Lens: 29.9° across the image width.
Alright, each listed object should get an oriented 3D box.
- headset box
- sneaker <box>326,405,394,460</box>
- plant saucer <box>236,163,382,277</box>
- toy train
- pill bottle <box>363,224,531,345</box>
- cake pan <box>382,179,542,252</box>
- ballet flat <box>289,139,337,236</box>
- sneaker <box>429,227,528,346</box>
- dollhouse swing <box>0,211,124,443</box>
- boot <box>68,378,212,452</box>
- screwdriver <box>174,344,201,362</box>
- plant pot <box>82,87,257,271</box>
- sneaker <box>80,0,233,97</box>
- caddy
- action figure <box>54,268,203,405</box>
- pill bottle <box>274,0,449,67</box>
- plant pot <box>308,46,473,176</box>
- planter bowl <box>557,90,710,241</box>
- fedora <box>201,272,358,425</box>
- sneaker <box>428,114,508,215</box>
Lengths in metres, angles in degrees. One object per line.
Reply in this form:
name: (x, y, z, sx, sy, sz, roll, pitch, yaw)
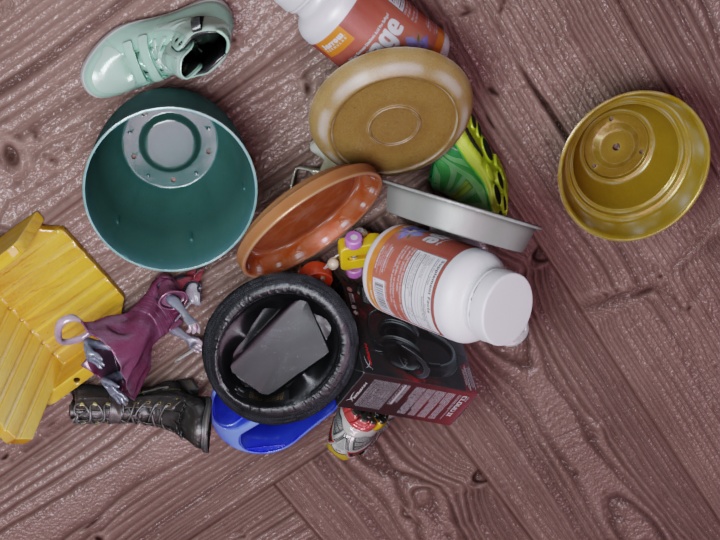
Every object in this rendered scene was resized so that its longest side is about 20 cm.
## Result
headset box: (0.054, 0.109, 1.736, 0.198, 0.150, 0.077, 13, 134, -29)
sneaker: (0.000, 0.194, 1.778, 0.078, 0.200, 0.083, 37, 104, 10)
plant saucer: (-0.063, -0.064, 1.604, 0.200, 0.200, 0.032, -39, 75, 10)
toy train: (0.000, 0.000, 1.751, 0.198, 0.056, 0.151, 9, 135, -28)
pill bottle: (0.105, 0.020, 1.608, 0.111, 0.199, 0.114, -16, 115, -38)
cake pan: (0.117, -0.063, 1.603, 0.198, 0.200, 0.037, 16, 95, -15)
ballet flat: (-0.046, -0.128, 1.684, 0.069, 0.070, 0.202, 21, 111, -17)
sneaker: (0.143, 0.009, 1.765, 0.070, 0.099, 0.201, -34, 98, -5)
dollhouse swing: (-0.401, 0.077, 1.662, 0.181, 0.176, 0.201, -34, 115, 9)
boot: (-0.285, 0.185, 1.722, 0.172, 0.200, 0.070, 1, 101, -21)
screwdriver: (-0.164, 0.065, 1.775, 0.198, 0.028, 0.029, -28, 86, 5)
plant pot: (-0.226, -0.125, 1.599, 0.197, 0.161, 0.203, -4, 117, -7)
sneaker: (-0.239, -0.248, 1.562, 0.198, 0.119, 0.074, -26, 118, 6)
caddy: (-0.108, 0.153, 1.781, 0.199, 0.105, 0.141, -39, 114, 11)
action figure: (-0.271, 0.065, 1.700, 0.148, 0.201, 0.134, 32, 149, 5)
pill bottle: (-0.001, -0.290, 1.582, 0.199, 0.112, 0.112, 35, 106, -22)
plant pot: (0.038, -0.176, 1.581, 0.197, 0.028, 0.201, -6, 141, -5)
planter bowl: (0.337, -0.145, 1.720, 0.197, 0.084, 0.203, -3, 115, -7)
fedora: (-0.096, 0.090, 1.675, 0.197, 0.092, 0.204, 1, 100, 5)
sneaker: (0.133, -0.122, 1.718, 0.083, 0.074, 0.201, -9, 127, 29)
